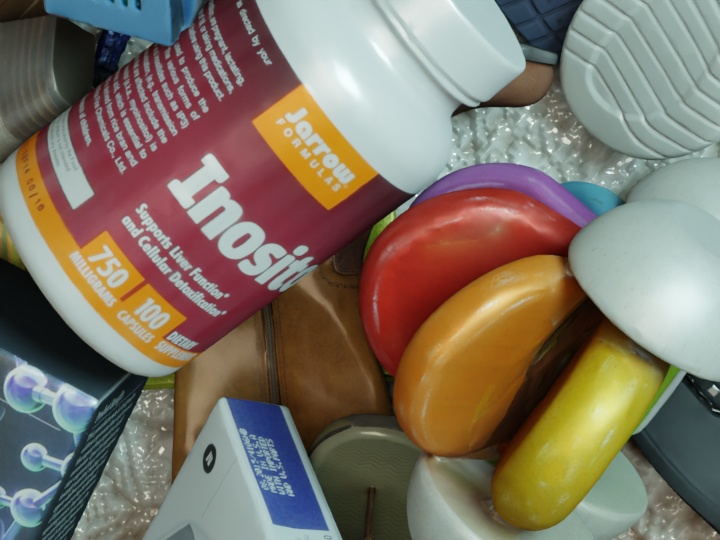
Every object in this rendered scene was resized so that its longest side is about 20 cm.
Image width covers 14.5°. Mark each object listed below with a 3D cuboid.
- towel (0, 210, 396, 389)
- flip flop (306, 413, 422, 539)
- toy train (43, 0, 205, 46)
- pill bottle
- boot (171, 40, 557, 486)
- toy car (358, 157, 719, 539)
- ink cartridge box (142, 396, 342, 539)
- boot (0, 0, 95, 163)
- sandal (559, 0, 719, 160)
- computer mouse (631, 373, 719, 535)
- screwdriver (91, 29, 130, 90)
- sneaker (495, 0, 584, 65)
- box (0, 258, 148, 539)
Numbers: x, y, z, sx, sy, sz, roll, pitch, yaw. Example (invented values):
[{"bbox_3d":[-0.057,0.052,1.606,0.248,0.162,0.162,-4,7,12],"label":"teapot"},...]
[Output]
[{"bbox_3d":[-0.082,0.010,1.258,0.199,0.018,0.086,-2,96,6],"label":"towel"},{"bbox_3d":[0.000,0.151,1.212,0.081,0.058,0.201,13,116,-4],"label":"flip flop"},{"bbox_3d":[-0.086,-0.182,1.133,0.114,0.087,0.200,18,52,12],"label":"toy train"},{"bbox_3d":[-0.038,-0.055,1.132,0.200,0.113,0.113,-37,90,15],"label":"pill bottle"},{"bbox_3d":[0.000,0.000,1.210,0.188,0.068,0.201,-6,91,5],"label":"boot"},{"bbox_3d":[0.073,0.024,1.118,0.150,0.200,0.175,37,112,8],"label":"toy car"},{"bbox_3d":[-0.058,0.189,1.161,0.040,0.200,0.200,10,123,-28],"label":"ink cartridge box"},{"bbox_3d":[-0.172,-0.123,1.225,0.146,0.070,0.201,-11,54,33],"label":"boot"},{"bbox_3d":[0.151,-0.113,1.143,0.083,0.050,0.203,51,141,9],"label":"sandal"},{"bbox_3d":[0.165,0.074,1.218,0.200,0.053,0.139,41,97,2],"label":"computer mouse"},{"bbox_3d":[-0.099,-0.126,1.245,0.029,0.028,0.201,26,96,33],"label":"screwdriver"},{"bbox_3d":[0.074,-0.177,1.194,0.074,0.082,0.200,-19,116,25],"label":"sneaker"},{"bbox_3d":[-0.201,0.093,1.222,0.148,0.107,0.200,27,105,4],"label":"box"}]
